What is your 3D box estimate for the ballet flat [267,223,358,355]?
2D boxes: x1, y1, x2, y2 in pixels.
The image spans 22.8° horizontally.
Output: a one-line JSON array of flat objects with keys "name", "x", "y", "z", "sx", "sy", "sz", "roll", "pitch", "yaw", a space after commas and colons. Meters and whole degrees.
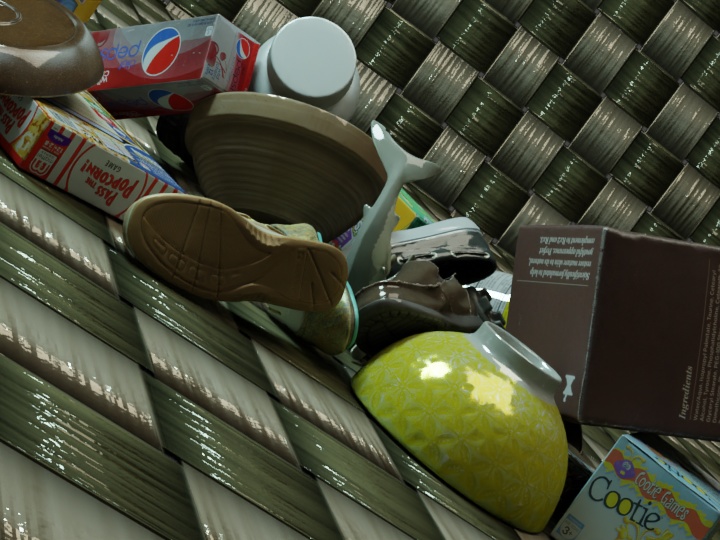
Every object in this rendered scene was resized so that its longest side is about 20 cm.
[{"name": "ballet flat", "x": -0.053, "y": 0.013, "z": 1.494, "sx": 0.070, "sy": 0.071, "sz": 0.200, "roll": 34, "pitch": 13, "yaw": -24}]

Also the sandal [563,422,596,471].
[{"name": "sandal", "x": 0.198, "y": 0.157, "z": 1.823, "sx": 0.081, "sy": 0.055, "sz": 0.200, "roll": 31, "pitch": 10, "yaw": -41}]

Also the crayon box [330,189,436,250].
[{"name": "crayon box", "x": 0.009, "y": -0.031, "z": 1.835, "sx": 0.058, "sy": 0.119, "sz": 0.200, "roll": 33, "pitch": 8, "yaw": -29}]

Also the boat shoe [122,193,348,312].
[{"name": "boat shoe", "x": -0.105, "y": -0.010, "z": 1.369, "sx": 0.199, "sy": 0.074, "sz": 0.069, "roll": 20, "pitch": -7, "yaw": -36}]

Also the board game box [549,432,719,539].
[{"name": "board game box", "x": 0.246, "y": 0.209, "z": 1.522, "sx": 0.105, "sy": 0.103, "sz": 0.200, "roll": 38, "pitch": 6, "yaw": 15}]

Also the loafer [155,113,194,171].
[{"name": "loafer", "x": -0.156, "y": -0.134, "z": 1.808, "sx": 0.070, "sy": 0.068, "sz": 0.201, "roll": 34, "pitch": -5, "yaw": 11}]

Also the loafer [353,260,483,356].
[{"name": "loafer", "x": 0.040, "y": 0.030, "z": 1.524, "sx": 0.200, "sy": 0.073, "sz": 0.072, "roll": 16, "pitch": 50, "yaw": -66}]

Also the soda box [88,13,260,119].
[{"name": "soda box", "x": -0.191, "y": -0.189, "z": 1.692, "sx": 0.199, "sy": 0.071, "sz": 0.063, "roll": 0, "pitch": -21, "yaw": 41}]

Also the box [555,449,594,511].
[{"name": "box", "x": 0.120, "y": 0.139, "z": 1.616, "sx": 0.200, "sy": 0.038, "sz": 0.136, "roll": 40, "pitch": 7, "yaw": 19}]

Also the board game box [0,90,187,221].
[{"name": "board game box", "x": -0.244, "y": -0.118, "z": 1.431, "sx": 0.151, "sy": 0.046, "sz": 0.200, "roll": 30, "pitch": 10, "yaw": -45}]

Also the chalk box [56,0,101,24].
[{"name": "chalk box", "x": -0.281, "y": -0.266, "z": 1.574, "sx": 0.123, "sy": 0.201, "sz": 0.124, "roll": 35, "pitch": 7, "yaw": -11}]

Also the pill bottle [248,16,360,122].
[{"name": "pill bottle", "x": -0.060, "y": -0.163, "z": 1.718, "sx": 0.110, "sy": 0.111, "sz": 0.200, "roll": 37, "pitch": -21, "yaw": 2}]

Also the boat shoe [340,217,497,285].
[{"name": "boat shoe", "x": 0.043, "y": 0.001, "z": 1.684, "sx": 0.199, "sy": 0.069, "sz": 0.057, "roll": -18, "pitch": 54, "yaw": -30}]

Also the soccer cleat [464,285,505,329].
[{"name": "soccer cleat", "x": 0.127, "y": 0.112, "z": 1.743, "sx": 0.201, "sy": 0.086, "sz": 0.070, "roll": 60, "pitch": 11, "yaw": -5}]

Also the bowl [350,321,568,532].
[{"name": "bowl", "x": 0.101, "y": 0.108, "z": 1.447, "sx": 0.199, "sy": 0.108, "sz": 0.200, "roll": 37, "pitch": 7, "yaw": -6}]

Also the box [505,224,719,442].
[{"name": "box", "x": 0.249, "y": 0.056, "z": 1.558, "sx": 0.198, "sy": 0.166, "sz": 0.166, "roll": 9, "pitch": -1, "yaw": -21}]

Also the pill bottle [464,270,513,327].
[{"name": "pill bottle", "x": 0.149, "y": 0.060, "z": 1.828, "sx": 0.198, "sy": 0.110, "sz": 0.109, "roll": 15, "pitch": -3, "yaw": 26}]

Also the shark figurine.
[{"name": "shark figurine", "x": -0.004, "y": -0.012, "z": 1.580, "sx": 0.089, "sy": 0.217, "sz": 0.128, "roll": 18, "pitch": 28, "yaw": 22}]

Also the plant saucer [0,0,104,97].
[{"name": "plant saucer", "x": -0.294, "y": -0.191, "z": 1.393, "sx": 0.198, "sy": 0.032, "sz": 0.201, "roll": 16, "pitch": 24, "yaw": -7}]

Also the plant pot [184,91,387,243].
[{"name": "plant pot", "x": -0.075, "y": -0.077, "z": 1.659, "sx": 0.199, "sy": 0.094, "sz": 0.201, "roll": 14, "pitch": -21, "yaw": 6}]
